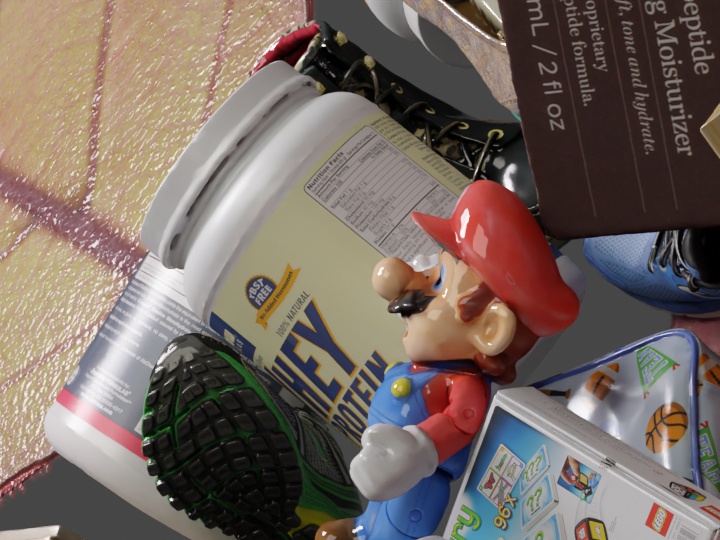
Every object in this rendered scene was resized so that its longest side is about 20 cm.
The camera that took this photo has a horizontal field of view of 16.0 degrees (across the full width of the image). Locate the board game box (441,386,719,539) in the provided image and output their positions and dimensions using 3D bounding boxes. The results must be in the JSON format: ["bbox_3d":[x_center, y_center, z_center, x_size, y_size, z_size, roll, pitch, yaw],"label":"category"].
[{"bbox_3d":[0.083,0.169,1.141,0.126,0.035,0.201,31,111,32],"label":"board game box"}]

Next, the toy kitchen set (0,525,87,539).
[{"bbox_3d":[-0.141,0.250,1.358,0.199,0.163,0.181,-10,55,46],"label":"toy kitchen set"}]

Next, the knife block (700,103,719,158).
[{"bbox_3d":[0.236,0.019,1.086,0.199,0.064,0.176,11,108,15],"label":"knife block"}]

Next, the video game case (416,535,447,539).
[{"bbox_3d":[0.082,0.237,1.110,0.199,0.022,0.183,24,107,34],"label":"video game case"}]

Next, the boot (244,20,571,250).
[{"bbox_3d":[0.033,-0.073,1.402,0.074,0.154,0.203,-60,24,-14],"label":"boot"}]

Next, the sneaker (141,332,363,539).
[{"bbox_3d":[-0.057,0.099,1.355,0.078,0.200,0.085,-17,44,14],"label":"sneaker"}]

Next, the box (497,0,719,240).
[{"bbox_3d":[0.183,-0.125,1.185,0.199,0.167,0.164,-5,21,22],"label":"box"}]

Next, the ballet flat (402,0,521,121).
[{"bbox_3d":[0.065,-0.158,1.385,0.068,0.067,0.200,-25,46,-17],"label":"ballet flat"}]

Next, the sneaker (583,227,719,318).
[{"bbox_3d":[0.179,-0.021,1.257,0.200,0.089,0.079,-1,76,50],"label":"sneaker"}]

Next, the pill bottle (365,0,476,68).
[{"bbox_3d":[0.041,-0.207,1.559,0.113,0.113,0.200,-46,36,13],"label":"pill bottle"}]

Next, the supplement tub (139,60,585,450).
[{"bbox_3d":[0.000,0.000,1.328,0.145,0.200,0.145,-50,-9,-10],"label":"supplement tub"}]

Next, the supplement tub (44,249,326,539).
[{"bbox_3d":[-0.076,0.046,1.467,0.200,0.140,0.140,-58,35,-4],"label":"supplement tub"}]

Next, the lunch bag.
[{"bbox_3d":[0.123,0.131,1.226,0.160,0.075,0.201,-27,45,37],"label":"lunch bag"}]

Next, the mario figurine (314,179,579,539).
[{"bbox_3d":[0.020,0.050,1.184,0.123,0.106,0.201,28,99,47],"label":"mario figurine"}]
